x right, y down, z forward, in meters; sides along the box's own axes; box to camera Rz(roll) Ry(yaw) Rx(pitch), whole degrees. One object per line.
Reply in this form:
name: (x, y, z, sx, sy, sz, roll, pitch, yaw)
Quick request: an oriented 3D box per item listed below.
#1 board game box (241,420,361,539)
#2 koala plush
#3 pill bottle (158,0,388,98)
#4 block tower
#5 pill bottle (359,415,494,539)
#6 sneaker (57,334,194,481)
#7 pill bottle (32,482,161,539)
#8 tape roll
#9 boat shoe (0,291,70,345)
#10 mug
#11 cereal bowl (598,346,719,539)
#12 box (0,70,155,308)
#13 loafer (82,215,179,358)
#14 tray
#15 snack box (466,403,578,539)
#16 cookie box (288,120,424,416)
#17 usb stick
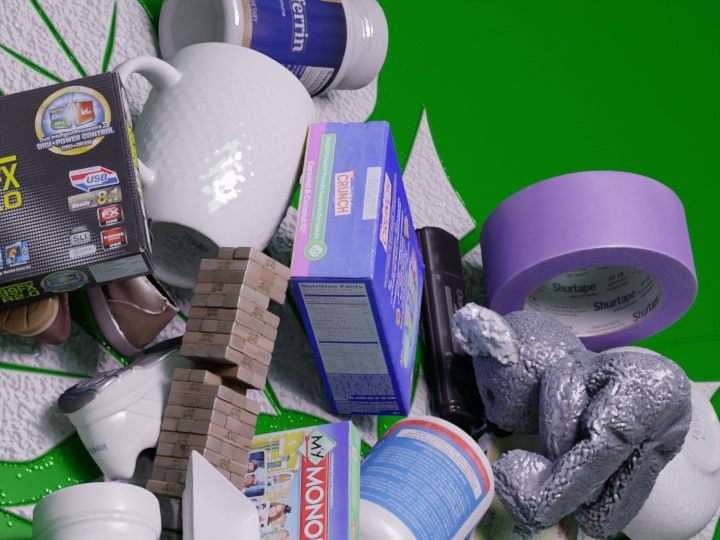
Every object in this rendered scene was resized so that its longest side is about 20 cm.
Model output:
board game box: (-0.067, 0.219, 1.545, 0.029, 0.134, 0.201, 59, 26, -51)
koala plush: (0.176, 0.107, 1.764, 0.177, 0.184, 0.200, 17, 24, -52)
pill bottle: (-0.077, -0.218, 1.837, 0.199, 0.116, 0.116, -1, 64, -42)
block tower: (-0.110, 0.085, 1.560, 0.058, 0.054, 0.201, 30, 68, -47)
pill bottle: (0.021, 0.216, 1.634, 0.112, 0.112, 0.200, 49, 41, -3)
sneaker: (-0.156, 0.104, 1.598, 0.200, 0.074, 0.088, -27, 99, -45)
pill bottle: (-0.183, 0.262, 1.420, 0.116, 0.116, 0.201, 14, 55, -34)
tape roll: (0.215, -0.005, 1.888, 0.199, 0.200, 0.085, 18, 52, -32)
boat shoe: (-0.274, -0.029, 1.583, 0.201, 0.072, 0.072, 64, 12, 27)
mug: (-0.143, -0.094, 1.662, 0.200, 0.147, 0.176, 45, 45, -32)
cereal bowl: (0.288, 0.161, 1.898, 0.200, 0.083, 0.201, 33, 44, -39)
box: (-0.267, -0.055, 1.522, 0.199, 0.044, 0.161, -12, 65, 1)
loafer: (-0.197, -0.032, 1.586, 0.201, 0.071, 0.073, 66, 8, 9)
tray: (-0.103, 0.242, 1.459, 0.107, 0.022, 0.201, 49, 28, -48)
snack box: (0.147, 0.203, 1.809, 0.116, 0.037, 0.201, 34, 45, -19)
cookie box: (0.000, 0.000, 1.704, 0.200, 0.075, 0.172, 75, 17, -50)
usb stick: (0.081, 0.049, 1.859, 0.055, 0.033, 0.201, 21, 50, -39)
